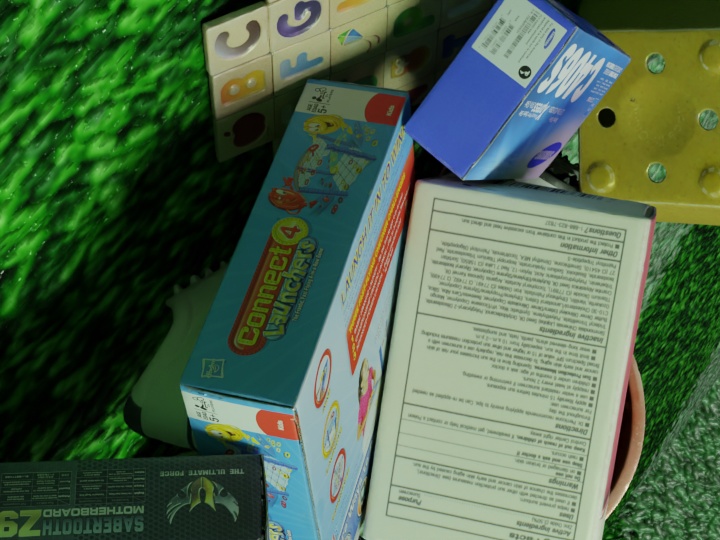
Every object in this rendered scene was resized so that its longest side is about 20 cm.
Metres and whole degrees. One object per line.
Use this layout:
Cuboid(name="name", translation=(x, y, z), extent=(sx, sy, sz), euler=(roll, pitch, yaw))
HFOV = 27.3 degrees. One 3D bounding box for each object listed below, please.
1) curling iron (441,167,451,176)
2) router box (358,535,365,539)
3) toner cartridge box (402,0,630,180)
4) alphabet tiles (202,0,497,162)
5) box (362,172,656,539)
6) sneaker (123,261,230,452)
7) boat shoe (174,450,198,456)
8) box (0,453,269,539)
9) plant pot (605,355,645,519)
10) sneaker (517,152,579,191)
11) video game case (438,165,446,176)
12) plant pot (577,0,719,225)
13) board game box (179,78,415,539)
Cuboid(name="curling iron", translation=(0.082, -0.076, 0.972), extent=(0.200, 0.025, 0.050), euler=(-54, 143, -15))
Cuboid(name="router box", translation=(-0.094, 0.225, 0.962), extent=(0.199, 0.052, 0.157), euler=(-25, 157, 4))
Cuboid(name="toner cartridge box", translation=(0.092, -0.099, 0.814), extent=(0.095, 0.043, 0.200), euler=(-52, 169, 15))
Cuboid(name="alphabet tiles", translation=(0.012, -0.125, 0.764), extent=(0.199, 0.006, 0.167), euler=(-24, 150, -17))
Cuboid(name="box", translation=(0.086, 0.054, 0.824), extent=(0.109, 0.127, 0.202), euler=(-25, 125, -76))
Cuboid(name="sneaker", translation=(-0.070, 0.019, 0.820), extent=(0.200, 0.070, 0.073), euler=(-63, 159, -51))
Cuboid(name="boat shoe", translation=(-0.072, 0.143, 0.961), extent=(0.068, 0.075, 0.200), euler=(-19, 173, 23))
Cuboid(name="box", translation=(-0.142, 0.148, 0.698), extent=(0.158, 0.198, 0.051), euler=(96, -10, -51))
Cuboid(name="plant pot", translation=(0.094, 0.079, 1.019), extent=(0.202, 0.200, 0.195), euler=(-59, 174, 10))
Cuboid(name="sneaker", translation=(0.136, -0.048, 1.150), extent=(0.091, 0.066, 0.200), euler=(-60, 171, 14))
Cuboid(name="video game case", translation=(0.059, -0.022, 1.084), extent=(0.201, 0.017, 0.143), euler=(-64, 166, 19))
Cuboid(name="plant pot", translation=(0.246, -0.121, 1.044), extent=(0.200, 0.193, 0.197), euler=(-20, 111, -54))
Cuboid(name="board game box", translation=(-0.020, 0.042, 0.768), extent=(0.197, 0.055, 0.201), euler=(84, 21, -50))
